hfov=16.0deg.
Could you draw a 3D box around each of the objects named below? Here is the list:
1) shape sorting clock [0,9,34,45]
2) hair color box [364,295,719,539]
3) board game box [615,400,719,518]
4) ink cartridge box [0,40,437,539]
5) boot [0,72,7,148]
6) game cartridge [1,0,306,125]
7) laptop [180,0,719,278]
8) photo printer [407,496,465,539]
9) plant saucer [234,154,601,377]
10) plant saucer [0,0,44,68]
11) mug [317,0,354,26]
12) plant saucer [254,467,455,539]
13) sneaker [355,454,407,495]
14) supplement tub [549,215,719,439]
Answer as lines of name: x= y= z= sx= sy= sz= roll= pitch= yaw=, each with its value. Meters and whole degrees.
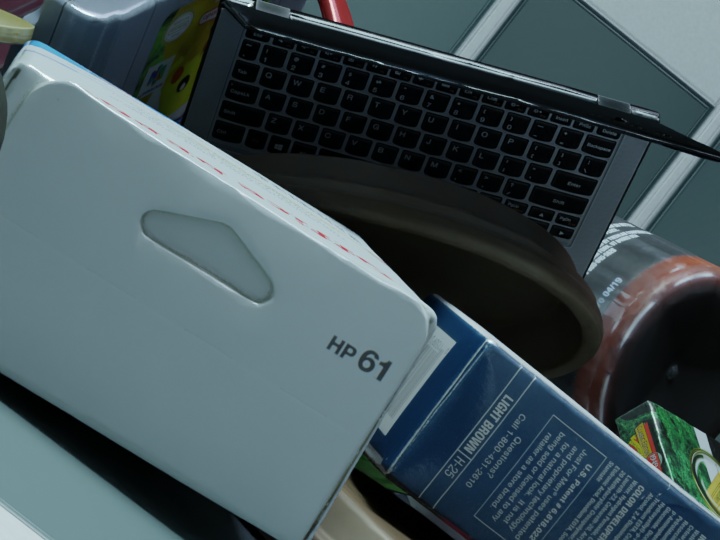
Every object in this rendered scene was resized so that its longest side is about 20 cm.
shape sorting clock: x=-0.213 y=-0.109 z=0.903 sx=0.199 sy=0.039 sz=0.200 roll=16 pitch=2 yaw=-1
hair color box: x=0.092 y=0.098 z=0.925 sx=0.200 sy=0.061 sz=0.100 roll=38 pitch=1 yaw=-13
board game box: x=0.167 y=0.158 z=1.083 sx=0.105 sy=0.023 sz=0.201 roll=26 pitch=40 yaw=-45
ink cartridge box: x=-0.066 y=0.000 z=0.814 sx=0.144 sy=0.085 sz=0.200 roll=31 pitch=1 yaw=-9
boot: x=-0.189 y=-0.084 z=0.569 sx=0.210 sy=0.080 sz=0.158 roll=28 pitch=-9 yaw=18
game cartridge: x=-0.084 y=-0.084 z=1.052 sx=0.040 sy=0.134 sz=0.200 roll=39 pitch=36 yaw=11
laptop: x=0.023 y=-0.031 z=1.006 sx=0.186 sy=0.201 sz=0.116 roll=15 pitch=42 yaw=-9
photo printer: x=0.109 y=0.142 z=1.180 sx=0.200 sy=0.070 sz=0.166 roll=38 pitch=2 yaw=-20
plant saucer: x=0.000 y=0.000 z=1.026 sx=0.199 sy=0.030 sz=0.200 roll=10 pitch=-19 yaw=3
plant saucer: x=-0.146 y=-0.122 z=1.098 sx=0.051 sy=0.200 sz=0.201 roll=65 pitch=-4 yaw=-12
mug: x=-0.073 y=-0.059 z=1.192 sx=0.133 sy=0.178 sz=0.200 roll=-10 pitch=46 yaw=-48
plant saucer: x=0.038 y=0.123 z=0.885 sx=0.200 sy=0.030 sz=0.200 roll=38 pitch=1 yaw=0
sneaker: x=-0.035 y=0.045 z=0.994 sx=0.083 sy=0.077 sz=0.200 roll=-6 pitch=-28 yaw=44
supplement tub: x=0.082 y=0.014 z=1.205 sx=0.200 sy=0.107 sz=0.107 roll=30 pitch=-5 yaw=44
